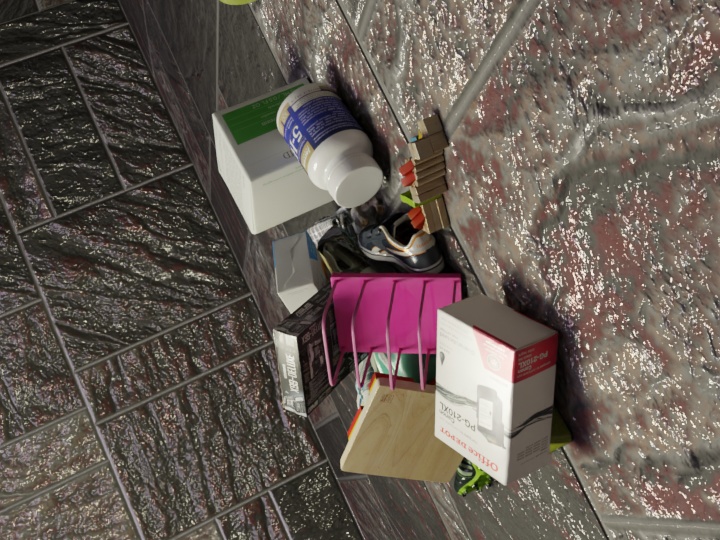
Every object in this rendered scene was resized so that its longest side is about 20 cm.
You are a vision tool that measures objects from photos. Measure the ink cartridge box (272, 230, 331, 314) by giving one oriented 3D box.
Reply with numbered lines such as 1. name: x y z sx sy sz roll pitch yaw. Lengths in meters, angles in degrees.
1. ink cartridge box: -0.082 0.041 1.439 0.201 0.067 0.116 63 -167 -51

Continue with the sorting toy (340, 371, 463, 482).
1. sorting toy: 0.086 0.248 1.365 0.070 0.197 0.201 -102 28 -52

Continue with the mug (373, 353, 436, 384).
1. mug: 0.086 0.146 1.444 0.153 0.114 0.185 64 164 7

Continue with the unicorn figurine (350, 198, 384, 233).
1. unicorn figurine: 0.018 -0.053 1.494 0.137 0.073 0.202 -166 70 -72

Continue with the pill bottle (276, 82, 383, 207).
1. pill bottle: -0.048 -0.205 1.379 0.201 0.119 0.120 57 162 32

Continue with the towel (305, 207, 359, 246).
1. towel: -0.027 -0.021 1.644 0.202 0.085 0.165 67 164 -3

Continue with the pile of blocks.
1. pile of blocks: 0.078 -0.132 1.164 0.082 0.062 0.201 53 159 40

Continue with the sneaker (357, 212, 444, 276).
1. sneaker: 0.057 -0.056 1.321 0.199 0.078 0.080 24 142 53

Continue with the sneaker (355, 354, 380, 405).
1. sneaker: 0.031 0.215 1.507 0.086 0.077 0.201 -40 31 36

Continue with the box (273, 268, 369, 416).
1. box: -0.055 0.114 1.351 0.049 0.200 0.159 16 127 30

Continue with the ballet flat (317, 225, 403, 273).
1. ballet flat: 0.000 0.000 1.427 0.200 0.072 0.072 38 153 25

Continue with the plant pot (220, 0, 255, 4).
1. plant pot: -0.212 -0.548 1.345 0.201 0.199 0.194 54 172 39

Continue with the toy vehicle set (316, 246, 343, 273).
1. toy vehicle set: -0.063 0.015 1.592 0.200 0.026 0.126 159 99 -68

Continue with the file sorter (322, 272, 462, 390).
1. file sorter: 0.050 0.096 1.239 0.126 0.198 0.140 -73 -19 -57

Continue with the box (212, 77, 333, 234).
1. box: -0.155 -0.214 1.575 0.172 0.197 0.200 60 164 20

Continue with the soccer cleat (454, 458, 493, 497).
1. soccer cleat: 0.198 0.328 1.447 0.201 0.067 0.082 99 155 -53

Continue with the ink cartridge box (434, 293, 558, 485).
1. ink cartridge box: 0.174 0.154 1.090 0.144 0.084 0.202 28 127 48

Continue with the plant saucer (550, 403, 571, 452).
1. plant saucer: 0.208 0.185 1.213 0.201 0.047 0.200 62 164 17

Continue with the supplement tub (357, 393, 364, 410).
1. supplement tub: 0.094 0.277 1.554 0.200 0.144 0.146 46 155 52
